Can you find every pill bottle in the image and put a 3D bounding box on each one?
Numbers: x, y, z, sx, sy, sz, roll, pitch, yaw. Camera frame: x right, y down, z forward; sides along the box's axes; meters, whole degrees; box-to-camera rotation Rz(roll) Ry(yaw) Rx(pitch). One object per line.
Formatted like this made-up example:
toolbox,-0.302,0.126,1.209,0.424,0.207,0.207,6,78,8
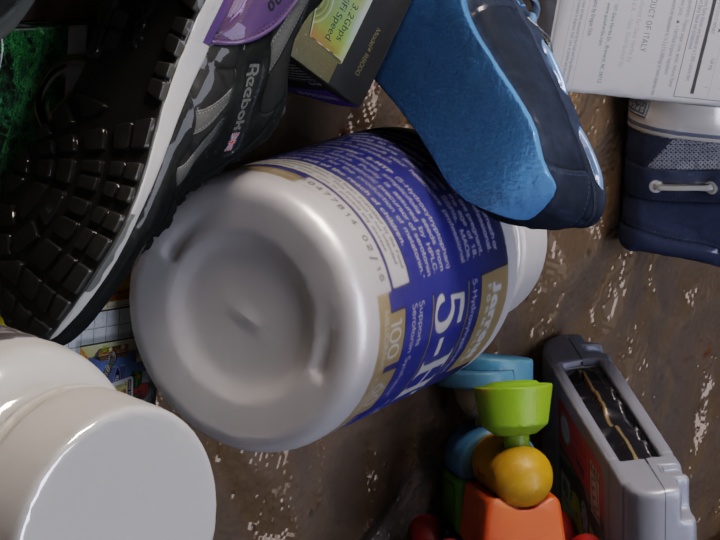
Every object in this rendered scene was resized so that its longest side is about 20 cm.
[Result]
pill bottle,-0.154,0.070,0.949,0.113,0.200,0.113,-18,115,-44
pill bottle,0.000,0.000,1.155,0.200,0.120,0.120,-22,119,-57

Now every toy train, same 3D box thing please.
toy train,0.076,0.104,1.246,0.084,0.200,0.116,-2,94,-8

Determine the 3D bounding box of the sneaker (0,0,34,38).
sneaker,-0.128,-0.143,0.962,0.200,0.073,0.082,-31,149,-6

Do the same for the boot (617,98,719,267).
boot,0.237,-0.048,1.398,0.073,0.200,0.091,-90,-175,-71

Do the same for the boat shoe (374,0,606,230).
boat shoe,0.048,-0.087,1.158,0.069,0.200,0.084,22,129,-42

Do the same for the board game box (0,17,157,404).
board game box,-0.124,-0.006,1.097,0.105,0.023,0.200,-9,108,-45

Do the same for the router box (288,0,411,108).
router box,-0.023,-0.194,1.115,0.157,0.052,0.200,34,77,-41

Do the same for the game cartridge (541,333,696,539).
game cartridge,0.127,0.129,1.315,0.041,0.200,0.133,-9,111,-6

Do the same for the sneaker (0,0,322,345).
sneaker,-0.071,-0.052,1.043,0.087,0.076,0.200,19,102,-45

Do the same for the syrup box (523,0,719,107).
syrup box,0.181,-0.125,1.219,0.200,0.079,0.082,4,120,-8
